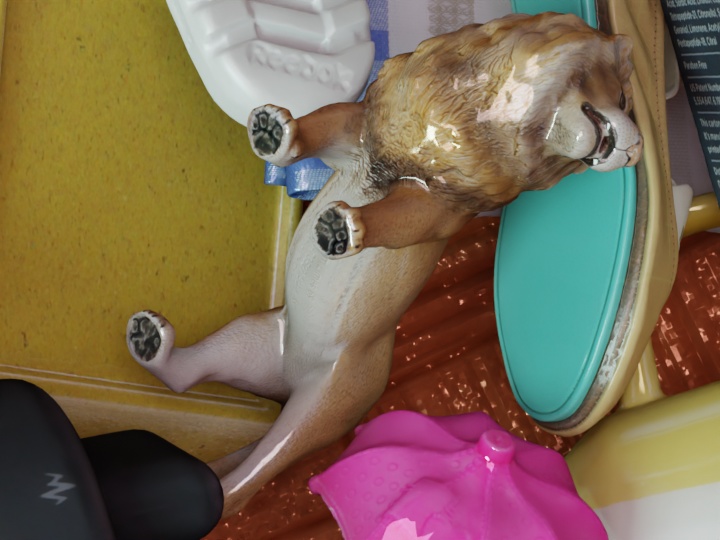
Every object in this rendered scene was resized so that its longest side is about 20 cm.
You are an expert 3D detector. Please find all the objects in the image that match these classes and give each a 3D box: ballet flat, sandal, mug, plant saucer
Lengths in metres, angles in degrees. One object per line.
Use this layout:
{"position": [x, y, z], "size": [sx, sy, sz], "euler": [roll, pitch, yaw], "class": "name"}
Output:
{"position": [0.083, -0.046, 0.933], "size": [0.063, 0.069, 0.200], "euler": [4, 84, -41], "class": "ballet flat"}
{"position": [-0.053, -0.130, 0.914], "size": [0.082, 0.050, 0.203], "euler": [-2, 66, -26], "class": "sandal"}
{"position": [0.141, 0.083, 0.953], "size": [0.153, 0.150, 0.187], "euler": [-10, 45, 5], "class": "mug"}
{"position": [-0.083, -0.026, 0.919], "size": [0.048, 0.200, 0.200], "euler": [-1, 82, 41], "class": "plant saucer"}

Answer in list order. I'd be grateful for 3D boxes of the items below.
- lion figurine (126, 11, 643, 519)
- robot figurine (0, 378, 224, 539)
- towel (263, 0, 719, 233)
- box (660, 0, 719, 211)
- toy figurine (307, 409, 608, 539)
{"position": [0.000, 0.000, 0.888], "size": [0.073, 0.122, 0.200], "euler": [51, 124, 19], "class": "lion figurine"}
{"position": [-0.135, 0.101, 0.807], "size": [0.200, 0.125, 0.150], "euler": [-12, 62, -19], "class": "robot figurine"}
{"position": [0.061, -0.088, 0.974], "size": [0.200, 0.024, 0.147], "euler": [3, 82, -25], "class": "towel"}
{"position": [0.171, -0.113, 0.879], "size": [0.148, 0.107, 0.200], "euler": [-18, 96, -10], "class": "box"}
{"position": [0.008, 0.133, 0.897], "size": [0.150, 0.200, 0.184], "euler": [26, 81, -3], "class": "toy figurine"}
